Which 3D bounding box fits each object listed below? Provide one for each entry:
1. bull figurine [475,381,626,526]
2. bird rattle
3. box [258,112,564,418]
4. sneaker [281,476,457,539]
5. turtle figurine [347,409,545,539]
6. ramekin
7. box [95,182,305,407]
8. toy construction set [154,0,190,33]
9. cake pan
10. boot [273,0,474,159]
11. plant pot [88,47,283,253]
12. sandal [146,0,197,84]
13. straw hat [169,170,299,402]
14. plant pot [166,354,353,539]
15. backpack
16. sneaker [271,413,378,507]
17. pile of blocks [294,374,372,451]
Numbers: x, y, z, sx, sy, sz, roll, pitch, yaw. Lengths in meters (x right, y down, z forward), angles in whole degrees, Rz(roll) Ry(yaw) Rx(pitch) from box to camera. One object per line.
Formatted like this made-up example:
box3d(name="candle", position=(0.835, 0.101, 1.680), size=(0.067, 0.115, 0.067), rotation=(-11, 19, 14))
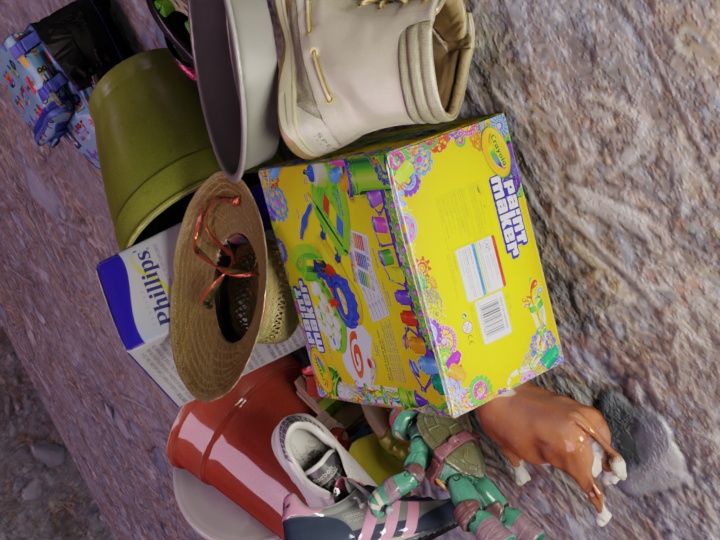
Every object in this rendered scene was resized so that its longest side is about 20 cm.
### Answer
box3d(name="bull figurine", position=(0.151, 0.136, 1.106), size=(0.122, 0.065, 0.200), rotation=(58, 166, -24))
box3d(name="bird rattle", position=(0.044, 0.136, 1.312), size=(0.162, 0.112, 0.202), rotation=(5, 119, 39))
box3d(name="box", position=(0.036, -0.006, 1.032), size=(0.192, 0.121, 0.202), rotation=(1, 109, 56))
box3d(name="sneaker", position=(0.018, 0.225, 1.210), size=(0.070, 0.198, 0.083), rotation=(-45, 60, 52))
box3d(name="turtle figurine", position=(0.072, 0.186, 1.169), size=(0.200, 0.149, 0.101), rotation=(43, 124, 31))
box3d(name="ramekin", position=(-0.136, 0.276, 1.672), size=(0.202, 0.202, 0.095), rotation=(44, 163, 28))
box3d(name="box", position=(-0.137, 0.026, 1.295), size=(0.106, 0.198, 0.184), rotation=(63, 177, 24))
box3d(name="toy construction set", position=(-0.152, -0.287, 1.152), size=(0.131, 0.092, 0.201), rotation=(46, 153, 27))
box3d(name="cake pan", position=(-0.105, -0.175, 1.070), size=(0.200, 0.036, 0.203), rotation=(169, 90, -75))
box3d(name="boot", position=(0.010, -0.194, 0.967), size=(0.153, 0.072, 0.203), rotation=(-9, 76, 38))
box3d(name="plant pot", position=(-0.187, -0.117, 1.334), size=(0.194, 0.198, 0.201), rotation=(62, 158, 22))
box3d(name="sandal", position=(-0.153, -0.213, 1.262), size=(0.045, 0.075, 0.201), rotation=(-26, 98, 52))
box3d(name="straw hat", position=(-0.093, 0.017, 1.141), size=(0.200, 0.084, 0.204), rotation=(-17, 70, 55))
box3d(name="plant pot", position=(-0.091, 0.214, 1.525), size=(0.195, 0.200, 0.202), rotation=(38, 150, 21))
box3d(name="backpack", position=(-0.327, -0.203, 1.541), size=(0.201, 0.134, 0.182), rotation=(59, 157, -9))
box3d(name="sneaker", position=(-0.014, 0.224, 1.264), size=(0.200, 0.076, 0.081), rotation=(46, 166, 0))
box3d(name="pile of blocks", position=(-0.015, 0.177, 1.409), size=(0.062, 0.081, 0.202), rotation=(74, 177, -59))
